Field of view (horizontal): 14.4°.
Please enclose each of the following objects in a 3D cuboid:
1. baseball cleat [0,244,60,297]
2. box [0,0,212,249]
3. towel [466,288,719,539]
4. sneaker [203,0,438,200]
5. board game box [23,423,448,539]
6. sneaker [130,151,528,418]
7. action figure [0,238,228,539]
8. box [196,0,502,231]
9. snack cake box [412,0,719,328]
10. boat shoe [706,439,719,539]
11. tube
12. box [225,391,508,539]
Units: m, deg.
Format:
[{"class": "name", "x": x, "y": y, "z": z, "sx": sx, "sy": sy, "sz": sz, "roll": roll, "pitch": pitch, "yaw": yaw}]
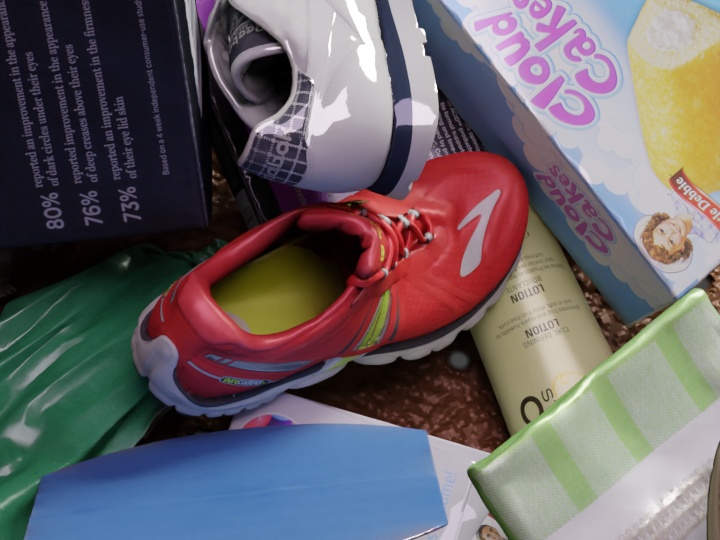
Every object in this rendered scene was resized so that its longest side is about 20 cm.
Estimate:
[{"class": "baseball cleat", "x": -0.150, "y": -0.066, "z": 1.269, "sx": 0.106, "sy": 0.070, "sz": 0.200, "roll": 36, "pitch": 51, "yaw": 19}, {"class": "box", "x": -0.165, "y": -0.092, "z": 1.146, "sx": 0.198, "sy": 0.149, "sz": 0.105, "roll": -4, "pitch": 46, "yaw": 0}, {"class": "towel", "x": 0.150, "y": 0.122, "z": 1.148, "sx": 0.149, "sy": 0.031, "sz": 0.201, "roll": -36, "pitch": 91, "yaw": -32}, {"class": "sneaker", "x": -0.027, "y": -0.116, "z": 1.179, "sx": 0.080, "sy": 0.077, "sz": 0.201, "roll": 1, "pitch": 48, "yaw": -19}, {"class": "board game box", "x": -0.047, "y": 0.104, "z": 1.088, "sx": 0.157, "sy": 0.200, "sz": 0.039, "roll": -6, "pitch": 101, "yaw": -1}, {"class": "sneaker", "x": 0.000, "y": 0.000, "z": 1.179, "sx": 0.199, "sy": 0.085, "sz": 0.077, "roll": -28, "pitch": 77, "yaw": -30}, {"class": "action figure", "x": -0.118, "y": 0.046, "z": 1.208, "sx": 0.118, "sy": 0.055, "sz": 0.200, "roll": 40, "pitch": 55, "yaw": 15}, {"class": "box", "x": 0.026, "y": -0.089, "z": 1.275, "sx": 0.199, "sy": 0.036, "sz": 0.144, "roll": -22, "pitch": 86, "yaw": -15}, {"class": "snack cake box", "x": 0.105, "y": -0.092, "z": 1.242, "sx": 0.115, "sy": 0.067, "sz": 0.200, "roll": -39, "pitch": 91, "yaw": -19}, {"class": "boat shoe", "x": 0.192, "y": 0.147, "z": 1.103, "sx": 0.075, "sy": 0.074, "sz": 0.201, "roll": -5, "pitch": 74, "yaw": -26}, {"class": "tube", "x": 0.095, "y": 0.068, "z": 1.237, "sx": 0.052, "sy": 0.058, "sz": 0.201, "roll": 3, "pitch": 58, "yaw": -50}, {"class": "box", "x": 0.023, "y": 0.145, "z": 1.163, "sx": 0.199, "sy": 0.041, "sz": 0.157, "roll": 16, "pitch": 63, "yaw": 6}]
